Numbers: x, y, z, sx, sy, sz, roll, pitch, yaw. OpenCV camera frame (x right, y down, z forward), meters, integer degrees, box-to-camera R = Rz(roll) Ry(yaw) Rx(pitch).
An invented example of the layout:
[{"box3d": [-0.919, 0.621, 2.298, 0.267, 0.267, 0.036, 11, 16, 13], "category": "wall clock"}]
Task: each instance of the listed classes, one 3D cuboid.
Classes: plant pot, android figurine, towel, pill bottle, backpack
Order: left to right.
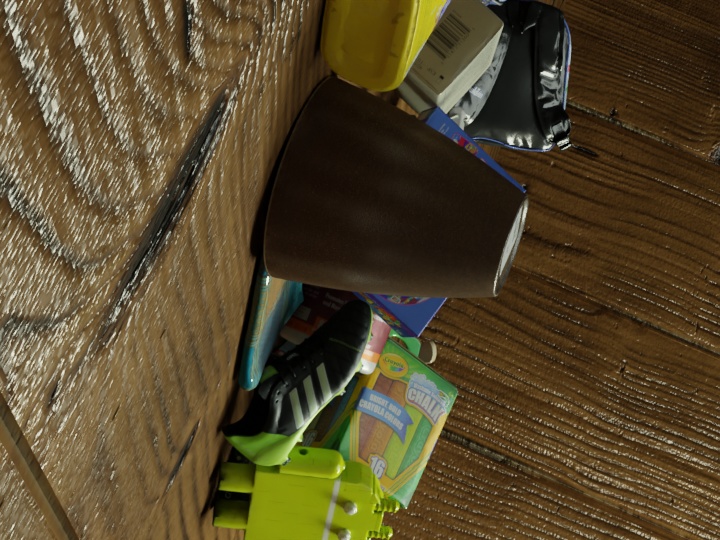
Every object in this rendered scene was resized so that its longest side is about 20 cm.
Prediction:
[{"box3d": [-0.075, 0.009, 1.479, 0.201, 0.022, 0.147, 105, 9, -47], "category": "towel"}, {"box3d": [-0.059, 0.256, 1.646, 0.041, 0.198, 0.183, -87, -172, -50], "category": "android figurine"}, {"box3d": [0.000, 0.000, 1.642, 0.114, 0.113, 0.201, 41, 72, -83], "category": "pill bottle"}, {"box3d": [0.041, -0.053, 1.346, 0.187, 0.199, 0.188, 18, 90, -78], "category": "plant pot"}, {"box3d": [0.183, -0.263, 1.967, 0.154, 0.198, 0.192, -129, -132, -62], "category": "backpack"}]

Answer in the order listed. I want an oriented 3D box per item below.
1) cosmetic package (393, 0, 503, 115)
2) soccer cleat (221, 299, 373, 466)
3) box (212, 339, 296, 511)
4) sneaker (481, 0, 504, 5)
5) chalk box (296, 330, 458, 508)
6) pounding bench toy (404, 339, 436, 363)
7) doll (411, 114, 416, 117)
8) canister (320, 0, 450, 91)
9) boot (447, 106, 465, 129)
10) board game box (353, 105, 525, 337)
[{"box3d": [0.088, -0.227, 1.618, 0.105, 0.071, 0.200, -48, 177, -4], "category": "cosmetic package"}, {"box3d": [-0.061, 0.108, 1.542, 0.201, 0.081, 0.067, -55, -147, 2], "category": "soccer cleat"}, {"box3d": [-0.102, 0.174, 1.736, 0.137, 0.037, 0.201, -42, 154, -75], "category": "box"}, {"box3d": [0.134, -0.312, 1.642, 0.200, 0.078, 0.076, -18, 130, -80], "category": "sneaker"}, {"box3d": [0.017, 0.152, 1.733, 0.123, 0.124, 0.201, -7, -127, 56], "category": "chalk box"}, {"box3d": [-0.008, 0.153, 1.902, 0.124, 0.155, 0.201, 61, 52, -80], "category": "pounding bench toy"}, {"box3d": [0.038, -0.120, 1.825, 0.200, 0.048, 0.137, 95, 15, -69], "category": "doll"}, {"box3d": [0.045, -0.263, 1.260, 0.149, 0.086, 0.201, 104, 12, -52], "category": "canister"}, {"box3d": [0.083, -0.144, 1.748, 0.200, 0.073, 0.096, -53, 145, -77], "category": "boot"}, {"box3d": [0.062, -0.050, 1.578, 0.200, 0.134, 0.045, -52, -165, -15], "category": "board game box"}]
